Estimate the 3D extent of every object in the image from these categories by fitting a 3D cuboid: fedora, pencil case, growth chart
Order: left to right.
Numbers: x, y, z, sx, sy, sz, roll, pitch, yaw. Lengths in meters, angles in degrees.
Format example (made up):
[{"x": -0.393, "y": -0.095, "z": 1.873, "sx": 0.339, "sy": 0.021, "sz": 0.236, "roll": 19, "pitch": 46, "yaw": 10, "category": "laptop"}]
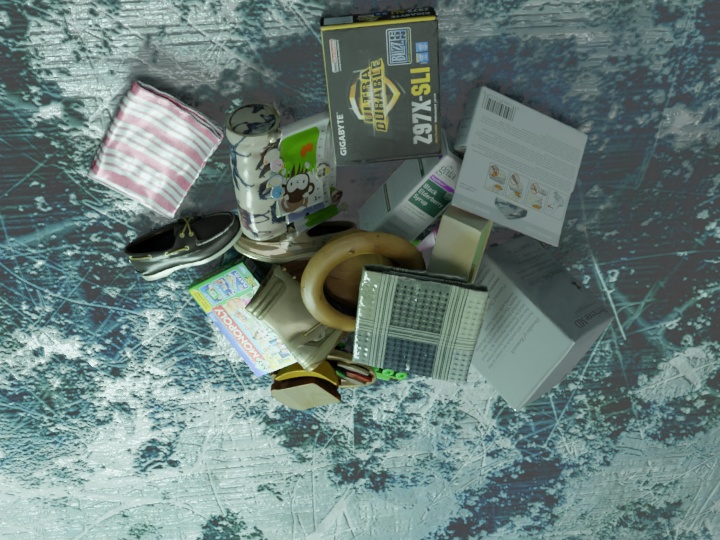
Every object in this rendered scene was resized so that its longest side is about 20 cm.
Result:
[{"x": -0.144, "y": -0.145, "z": 1.251, "sx": 0.088, "sy": 0.078, "sz": 0.203, "roll": -24, "pitch": 136, "yaw": -22, "category": "pencil case"}, {"x": -0.079, "y": -0.139, "z": 1.256, "sx": 0.144, "sy": 0.018, "sz": 0.203, "roll": -36, "pitch": 140, "yaw": -30, "category": "growth chart"}, {"x": 0.000, "y": 0.000, "z": 1.281, "sx": 0.196, "sy": 0.083, "sz": 0.203, "roll": -9, "pitch": 133, "yaw": -10, "category": "fedora"}]

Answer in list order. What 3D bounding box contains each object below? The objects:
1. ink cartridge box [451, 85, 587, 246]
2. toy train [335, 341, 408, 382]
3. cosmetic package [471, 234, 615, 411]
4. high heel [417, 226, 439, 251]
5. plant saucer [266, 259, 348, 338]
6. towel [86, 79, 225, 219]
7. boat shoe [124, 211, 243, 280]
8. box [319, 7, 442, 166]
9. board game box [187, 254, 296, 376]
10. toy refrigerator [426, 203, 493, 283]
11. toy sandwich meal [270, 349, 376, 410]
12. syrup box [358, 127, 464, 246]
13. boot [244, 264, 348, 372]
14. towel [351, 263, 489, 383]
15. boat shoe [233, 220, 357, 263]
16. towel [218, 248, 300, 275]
[{"x": 0.225, "y": -0.148, "z": 1.246, "sx": 0.197, "sy": 0.043, "sz": 0.177, "roll": 19, "pitch": 86, "yaw": -23, "category": "ink cartridge box"}, {"x": -0.001, "y": 0.172, "z": 1.581, "sx": 0.196, "sy": 0.042, "sz": 0.057, "roll": 17, "pitch": 139, "yaw": -21, "category": "toy train"}, {"x": 0.263, "y": 0.080, "z": 1.381, "sx": 0.166, "sy": 0.200, "sz": 0.168, "roll": -17, "pitch": 146, "yaw": -50, "category": "cosmetic package"}, {"x": 0.158, "y": -0.013, "z": 1.413, "sx": 0.095, "sy": 0.068, "sz": 0.201, "roll": -21, "pitch": 131, "yaw": 17, "category": "high heel"}, {"x": -0.088, "y": 0.068, "z": 1.454, "sx": 0.195, "sy": 0.038, "sz": 0.203, "roll": -5, "pitch": 132, "yaw": -5, "category": "plant saucer"}, {"x": -0.297, "y": -0.166, "z": 1.230, "sx": 0.144, "sy": 0.030, "sz": 0.200, "roll": 27, "pitch": 129, "yaw": -20, "category": "towel"}, {"x": -0.275, "y": -0.046, "z": 1.328, "sx": 0.198, "sy": 0.073, "sz": 0.061, "roll": -23, "pitch": 135, "yaw": 17, "category": "boat shoe"}, {"x": 0.031, "y": -0.250, "z": 1.177, "sx": 0.156, "sy": 0.050, "sz": 0.203, "roll": -6, "pitch": 124, "yaw": -1, "category": "box"}, {"x": -0.177, "y": 0.078, "z": 1.414, "sx": 0.133, "sy": 0.029, "sz": 0.201, "roll": -24, "pitch": 114, "yaw": 31, "category": "board game box"}, {"x": 0.142, "y": -0.002, "z": 1.278, "sx": 0.069, "sy": 0.076, "sz": 0.203, "roll": 24, "pitch": 126, "yaw": 15, "category": "toy refrigerator"}, {"x": -0.069, "y": 0.197, "z": 1.518, "sx": 0.200, "sy": 0.072, "sz": 0.206, "roll": 7, "pitch": 156, "yaw": 3, "category": "toy sandwich meal"}, {"x": 0.088, "y": -0.113, "z": 1.306, "sx": 0.078, "sy": 0.082, "sz": 0.200, "roll": 28, "pitch": 124, "yaw": -28, "category": "syrup box"}, {"x": -0.075, "y": 0.038, "z": 1.348, "sx": 0.155, "sy": 0.201, "sz": 0.073, "roll": 43, "pitch": 152, "yaw": -5, "category": "boot"}, {"x": 0.086, "y": 0.077, "z": 1.267, "sx": 0.188, "sy": 0.035, "sz": 0.203, "roll": 11, "pitch": 130, "yaw": 3, "category": "towel"}, {"x": -0.102, "y": -0.055, "z": 1.346, "sx": 0.195, "sy": 0.073, "sz": 0.066, "roll": 3, "pitch": 124, "yaw": -14, "category": "boat shoe"}, {"x": -0.151, "y": 0.034, "z": 1.450, "sx": 0.196, "sy": 0.022, "sz": 0.148, "roll": 10, "pitch": 130, "yaw": -16, "category": "towel"}]
